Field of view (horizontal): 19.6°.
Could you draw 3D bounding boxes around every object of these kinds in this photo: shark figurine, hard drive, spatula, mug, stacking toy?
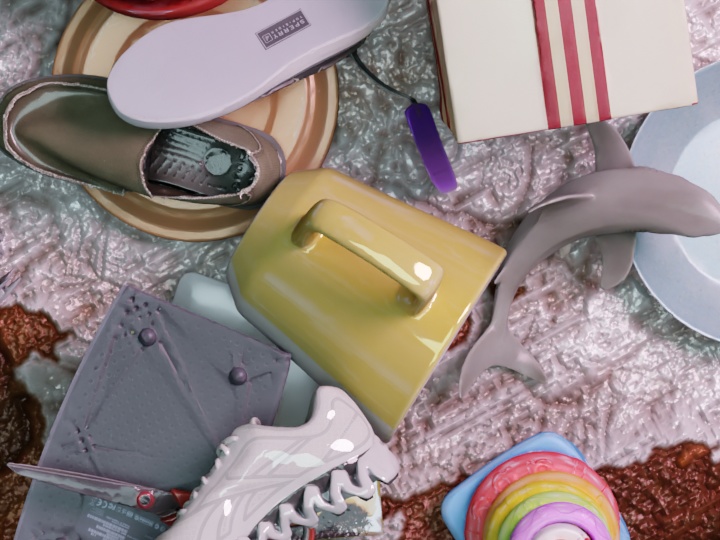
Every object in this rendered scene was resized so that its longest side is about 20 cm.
[{"bbox_3d":[0.127,-0.019,1.397,0.214,0.089,0.129,-41,69,26],"label":"shark figurine"},{"bbox_3d":[-0.138,0.123,1.369,0.134,0.042,0.201,23,92,-2],"label":"hard drive"},{"bbox_3d":[0.007,-0.139,1.422,0.021,0.056,0.201,-38,87,20],"label":"spatula"},{"bbox_3d":[0.002,-0.001,1.370,0.153,0.150,0.187,33,135,4],"label":"mug"},{"bbox_3d":[0.126,0.183,1.362,0.109,0.200,0.117,-33,92,1],"label":"stacking toy"}]

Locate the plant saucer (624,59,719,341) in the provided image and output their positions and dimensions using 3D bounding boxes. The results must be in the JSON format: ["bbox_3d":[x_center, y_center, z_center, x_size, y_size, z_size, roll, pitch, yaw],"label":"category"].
[{"bbox_3d":[0.275,-0.048,1.432,0.199,0.039,0.203,0,94,-1],"label":"plant saucer"}]

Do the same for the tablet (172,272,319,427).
[{"bbox_3d":[-0.094,0.115,1.448,0.129,0.014,0.202,19,93,-2],"label":"tablet"}]

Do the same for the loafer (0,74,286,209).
[{"bbox_3d":[-0.147,-0.086,1.375,0.198,0.070,0.076,9,93,-2],"label":"loafer"}]

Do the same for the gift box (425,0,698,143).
[{"bbox_3d":[0.132,-0.199,1.357,0.198,0.185,0.188,-12,102,-4],"label":"gift box"}]

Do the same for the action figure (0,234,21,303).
[{"bbox_3d":[-0.316,-0.016,1.410,0.130,0.069,0.201,-34,97,-8],"label":"action figure"}]

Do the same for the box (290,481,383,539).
[{"bbox_3d":[-0.086,0.150,1.419,0.198,0.050,0.076,-6,93,-1],"label":"box"}]

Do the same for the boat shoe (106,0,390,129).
[{"bbox_3d":[-0.071,-0.139,1.363,0.199,0.057,0.069,-24,77,-12],"label":"boat shoe"}]

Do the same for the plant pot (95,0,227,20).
[{"bbox_3d":[-0.144,-0.266,1.320,0.199,0.183,0.202,-6,68,15],"label":"plant pot"}]

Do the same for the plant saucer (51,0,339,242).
[{"bbox_3d":[-0.113,-0.120,1.425,0.198,0.032,0.202,0,94,-1],"label":"plant saucer"}]

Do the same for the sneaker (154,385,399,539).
[{"bbox_3d":[-0.077,0.145,1.312,0.199,0.075,0.081,-30,90,-13],"label":"sneaker"}]

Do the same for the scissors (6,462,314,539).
[{"bbox_3d":[-0.125,0.144,1.342,0.199,0.014,0.074,30,92,-9],"label":"scissors"}]
